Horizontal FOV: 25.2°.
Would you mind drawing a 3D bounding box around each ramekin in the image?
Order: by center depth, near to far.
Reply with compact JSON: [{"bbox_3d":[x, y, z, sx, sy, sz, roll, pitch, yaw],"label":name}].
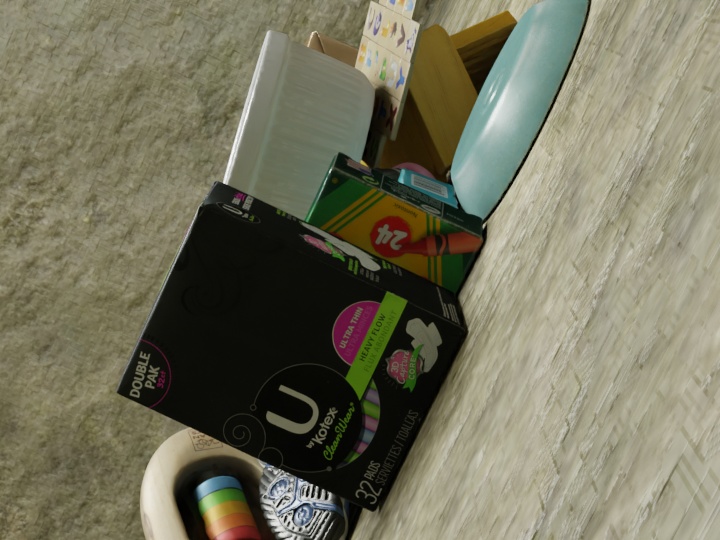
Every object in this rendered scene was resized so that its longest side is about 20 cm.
[{"bbox_3d":[-0.059,-0.099,1.412,0.200,0.104,0.201,-163,90,-83],"label":"ramekin"}]

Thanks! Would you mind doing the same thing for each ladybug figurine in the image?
[{"bbox_3d":[-0.112,0.214,1.321,0.072,0.135,0.201,102,154,-44],"label":"ladybug figurine"}]

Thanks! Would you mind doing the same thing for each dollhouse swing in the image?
[{"bbox_3d":[0.089,-0.122,1.536,0.183,0.175,0.200,66,151,23],"label":"dollhouse swing"}]

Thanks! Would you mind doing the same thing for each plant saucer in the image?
[{"bbox_3d":[0.117,-0.132,1.256,0.200,0.036,0.201,-156,90,-86],"label":"plant saucer"}]

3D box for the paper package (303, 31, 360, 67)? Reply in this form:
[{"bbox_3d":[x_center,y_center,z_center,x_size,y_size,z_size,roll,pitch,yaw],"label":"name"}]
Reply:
[{"bbox_3d":[0.004,-0.177,1.825,0.200,0.190,0.104,158,133,-84],"label":"paper package"}]

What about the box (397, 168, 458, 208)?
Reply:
[{"bbox_3d":[0.022,0.023,1.315,0.082,0.049,0.201,-83,13,-76],"label":"box"}]

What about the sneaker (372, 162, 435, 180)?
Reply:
[{"bbox_3d":[0.000,0.000,1.387,0.095,0.079,0.201,4,-75,-63],"label":"sneaker"}]

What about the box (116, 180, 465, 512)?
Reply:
[{"bbox_3d":[-0.048,0.050,1.136,0.149,0.199,0.124,-64,4,9],"label":"box"}]

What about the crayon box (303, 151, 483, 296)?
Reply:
[{"bbox_3d":[-0.004,0.028,1.228,0.051,0.126,0.201,-78,12,-71],"label":"crayon box"}]

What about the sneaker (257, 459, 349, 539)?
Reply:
[{"bbox_3d":[-0.036,0.167,1.262,0.076,0.077,0.200,-35,27,7],"label":"sneaker"}]

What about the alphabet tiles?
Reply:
[{"bbox_3d":[0.019,-0.182,1.439,0.200,0.006,0.168,-127,49,-71],"label":"alphabet tiles"}]
